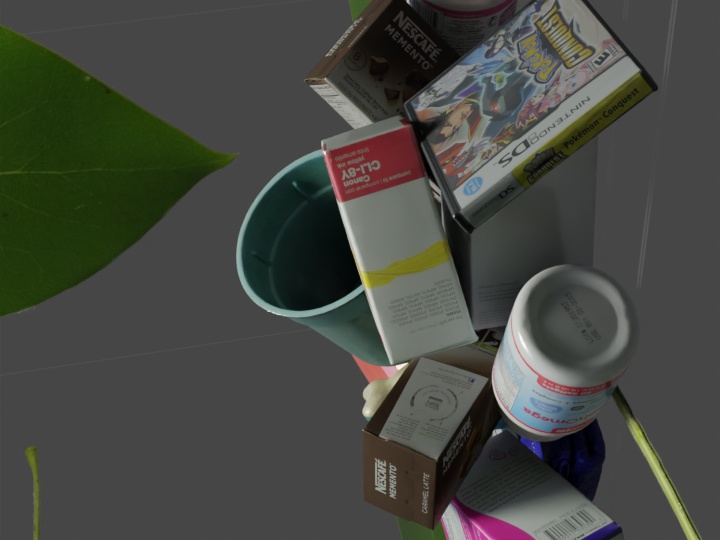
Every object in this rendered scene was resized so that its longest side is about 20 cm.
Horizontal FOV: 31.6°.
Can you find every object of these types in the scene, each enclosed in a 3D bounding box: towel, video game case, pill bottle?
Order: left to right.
[{"bbox_3d":[0.103,-0.247,1.336,0.200,0.113,0.113,91,169,-55],"label":"pill bottle"},{"bbox_3d":[0.129,-0.141,1.034,0.026,0.181,0.200,43,-163,-32],"label":"video game case"},{"bbox_3d":[0.200,0.180,1.311,0.200,0.050,0.148,91,168,-55],"label":"towel"},{"bbox_3d":[0.176,0.083,1.133,0.200,0.109,0.109,93,167,-64],"label":"pill bottle"}]

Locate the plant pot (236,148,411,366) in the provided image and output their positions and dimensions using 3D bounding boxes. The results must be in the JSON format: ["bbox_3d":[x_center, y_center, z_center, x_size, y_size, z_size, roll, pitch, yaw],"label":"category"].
[{"bbox_3d":[0.000,0.000,1.382,0.196,0.200,0.200,45,-153,-51],"label":"plant pot"}]

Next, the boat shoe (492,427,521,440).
[{"bbox_3d":[0.181,0.237,1.447,0.086,0.075,0.202,91,172,-54],"label":"boat shoe"}]

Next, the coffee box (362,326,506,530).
[{"bbox_3d":[0.083,0.134,1.236,0.200,0.080,0.114,-51,-28,-39],"label":"coffee box"}]

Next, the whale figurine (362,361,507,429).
[{"bbox_3d":[0.104,0.137,1.414,0.159,0.200,0.104,-94,-16,-74],"label":"whale figurine"}]

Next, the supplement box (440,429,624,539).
[{"bbox_3d":[0.161,0.255,1.226,0.200,0.101,0.103,40,152,56],"label":"supplement box"}]

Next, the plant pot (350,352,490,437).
[{"bbox_3d":[0.099,0.120,1.578,0.200,0.200,0.177,93,157,-61],"label":"plant pot"}]

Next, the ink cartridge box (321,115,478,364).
[{"bbox_3d":[0.032,-0.030,1.151,0.145,0.083,0.200,-107,-1,-80],"label":"ink cartridge box"}]

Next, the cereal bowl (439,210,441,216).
[{"bbox_3d":[0.074,-0.110,1.439,0.200,0.083,0.200,44,-170,-10],"label":"cereal bowl"}]

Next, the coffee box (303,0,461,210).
[{"bbox_3d":[0.059,-0.163,1.257,0.200,0.113,0.080,43,173,-17],"label":"coffee box"}]

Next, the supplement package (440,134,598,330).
[{"bbox_3d":[0.143,-0.066,1.174,0.121,0.120,0.200,-108,11,-56],"label":"supplement package"}]
